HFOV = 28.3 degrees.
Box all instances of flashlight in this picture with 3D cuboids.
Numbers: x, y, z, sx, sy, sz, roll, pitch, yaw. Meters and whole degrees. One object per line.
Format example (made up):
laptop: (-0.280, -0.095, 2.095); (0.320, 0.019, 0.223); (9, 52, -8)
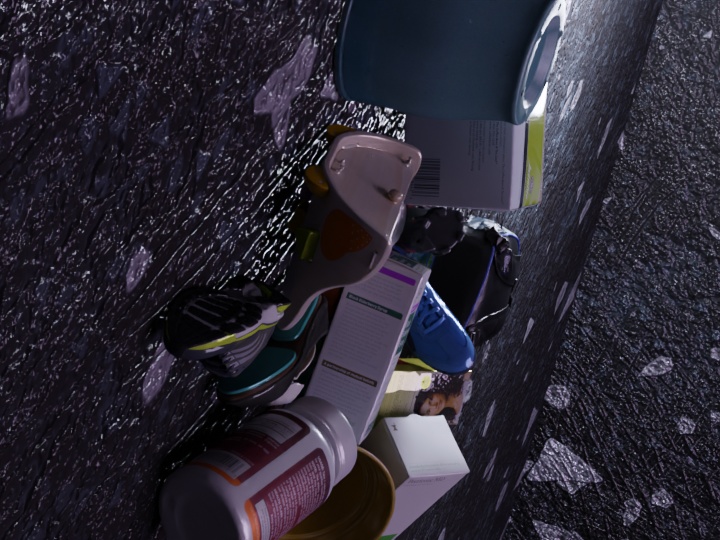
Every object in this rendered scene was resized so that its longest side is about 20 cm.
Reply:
flashlight: (0.081, -0.051, 1.711); (0.200, 0.067, 0.069); (-178, -88, -79)

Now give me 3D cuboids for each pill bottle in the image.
pill bottle: (-0.098, 0.209, 1.430); (0.199, 0.114, 0.115); (-30, 140, -49)

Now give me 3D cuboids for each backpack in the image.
backpack: (0.137, 0.010, 1.968); (0.200, 0.146, 0.185); (-5, 114, -69)

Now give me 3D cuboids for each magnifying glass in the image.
magnifying glass: (-0.041, 0.066, 1.593); (0.080, 0.022, 0.202); (-47, 153, -55)

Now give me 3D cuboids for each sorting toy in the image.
sorting toy: (-0.033, -0.033, 1.448); (0.181, 0.106, 0.200); (-60, -175, 31)

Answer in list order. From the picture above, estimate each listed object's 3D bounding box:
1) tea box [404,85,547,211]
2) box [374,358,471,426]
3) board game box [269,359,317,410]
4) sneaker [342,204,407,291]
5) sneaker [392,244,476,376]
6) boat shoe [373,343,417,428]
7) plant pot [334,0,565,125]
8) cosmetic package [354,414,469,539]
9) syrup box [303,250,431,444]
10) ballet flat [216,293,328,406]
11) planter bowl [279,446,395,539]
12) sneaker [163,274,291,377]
tea box: (0.138, -0.176, 1.667); (0.197, 0.132, 0.202); (-13, 106, -71)
box: (0.045, 0.145, 1.706); (0.199, 0.050, 0.076); (3, 105, -44)
board game box: (-0.054, 0.122, 1.702); (0.200, 0.019, 0.104); (6, 104, -75)
sneaker: (0.000, 0.000, 1.653); (0.079, 0.073, 0.202); (-33, 136, -50)
sneaker: (0.064, 0.041, 1.707); (0.066, 0.201, 0.079); (-35, 155, -6)
boat shoe: (0.042, 0.141, 1.778); (0.069, 0.056, 0.202); (-10, 119, -73)
plant pot: (0.100, -0.239, 1.441); (0.200, 0.186, 0.202); (21, 90, -75)
cosmetic package: (0.024, 0.261, 1.713); (0.107, 0.085, 0.200); (2, 143, -40)
syrup box: (0.005, 0.078, 1.570); (0.079, 0.081, 0.202); (-34, 145, -79)
ballet flat: (-0.080, 0.095, 1.469); (0.200, 0.067, 0.069); (-51, 136, -47)
planter bowl: (-0.064, 0.245, 1.625); (0.084, 0.198, 0.202); (-108, -155, -55)
sneaker: (-0.123, 0.062, 1.298); (0.082, 0.073, 0.200); (-69, 163, 13)
